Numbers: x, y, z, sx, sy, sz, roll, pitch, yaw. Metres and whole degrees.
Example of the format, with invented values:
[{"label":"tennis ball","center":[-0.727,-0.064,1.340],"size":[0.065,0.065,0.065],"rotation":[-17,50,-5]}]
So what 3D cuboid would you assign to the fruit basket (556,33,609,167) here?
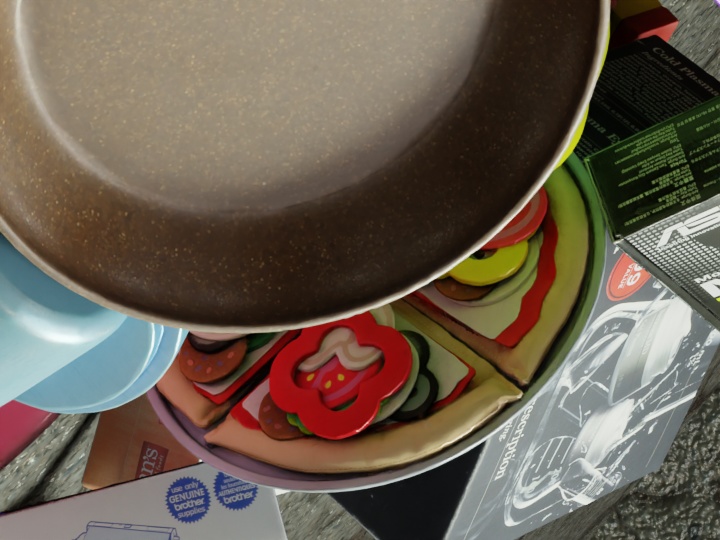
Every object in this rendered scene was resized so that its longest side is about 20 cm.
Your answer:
[{"label":"fruit basket","center":[0.029,-0.112,1.060],"size":[0.216,0.155,0.216],"rotation":[-57,179,-2]}]

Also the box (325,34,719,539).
[{"label":"box","center":[0.084,0.014,1.307],"size":[0.182,0.104,0.200],"rotation":[-21,142,-45]}]

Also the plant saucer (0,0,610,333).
[{"label":"plant saucer","center":[-0.026,-0.073,0.843],"size":[0.200,0.037,0.201],"rotation":[-7,125,-10]}]

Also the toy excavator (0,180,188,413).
[{"label":"toy excavator","center":[-0.142,-0.008,0.868],"size":[0.100,0.195,0.200],"rotation":[-32,-159,32]}]

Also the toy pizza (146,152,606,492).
[{"label":"toy pizza","center":[0.000,0.000,1.146],"size":[0.200,0.200,0.032],"rotation":[-45,140,-15]}]

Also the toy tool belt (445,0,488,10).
[{"label":"toy tool belt","center":[0.012,-0.121,0.920],"size":[0.200,0.123,0.125],"rotation":[-22,-175,32]}]

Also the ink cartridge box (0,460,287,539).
[{"label":"ink cartridge box","center":[-0.139,0.120,1.163],"size":[0.199,0.044,0.094],"rotation":[-14,175,-20]}]

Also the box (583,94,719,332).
[{"label":"box","center":[0.216,-0.042,1.179],"size":[0.199,0.048,0.193],"rotation":[-24,158,15]}]

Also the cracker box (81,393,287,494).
[{"label":"cracker box","center":[-0.049,0.036,1.333],"size":[0.200,0.058,0.134],"rotation":[-7,115,-69]}]

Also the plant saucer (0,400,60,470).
[{"label":"plant saucer","center":[-0.144,0.013,1.084],"size":[0.201,0.051,0.201],"rotation":[-46,166,-15]}]

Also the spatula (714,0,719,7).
[{"label":"spatula","center":[0.177,-0.102,1.107],"size":[0.056,0.021,0.200],"rotation":[-25,154,19]}]

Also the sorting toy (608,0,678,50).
[{"label":"sorting toy","center":[0.096,-0.135,1.320],"size":[0.200,0.070,0.199],"rotation":[-21,150,-43]}]
